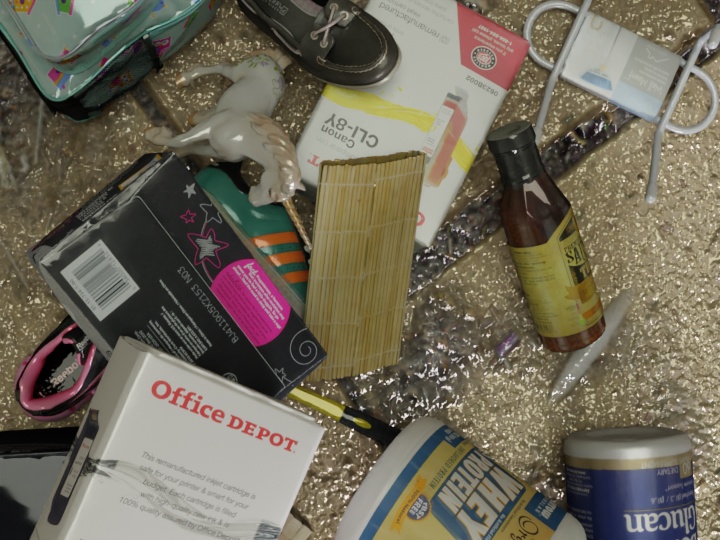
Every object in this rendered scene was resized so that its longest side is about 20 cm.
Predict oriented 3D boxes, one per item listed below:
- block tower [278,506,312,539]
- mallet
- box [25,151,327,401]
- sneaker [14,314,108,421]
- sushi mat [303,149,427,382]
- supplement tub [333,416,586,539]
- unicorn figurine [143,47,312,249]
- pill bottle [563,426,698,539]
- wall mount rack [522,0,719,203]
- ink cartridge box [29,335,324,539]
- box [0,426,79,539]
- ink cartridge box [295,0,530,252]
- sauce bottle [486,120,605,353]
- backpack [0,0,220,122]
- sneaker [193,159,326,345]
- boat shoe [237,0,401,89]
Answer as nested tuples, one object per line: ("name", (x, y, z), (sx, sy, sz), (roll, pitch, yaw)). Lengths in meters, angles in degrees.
("block tower", (-0.135, 0.176, 0.939), (0.200, 0.054, 0.058), (43, 84, -2))
("mallet", (-0.020, 0.114, 0.964), (0.198, 0.041, 0.067), (19, 84, -9))
("box", (-0.146, 0.027, 0.846), (0.132, 0.115, 0.201), (-41, 107, -14))
("sneaker", (-0.217, 0.049, 0.916), (0.079, 0.095, 0.200), (41, 84, -1))
("sushi mat", (0.000, 0.000, 0.896), (0.095, 0.012, 0.202), (-8, 120, -27))
("supplement tub", (0.092, 0.230, 0.880), (0.199, 0.145, 0.145), (34, 85, 15))
("unicorn figurine", (-0.101, -0.118, 0.893), (0.136, 0.074, 0.202), (-4, 60, 21))
("pill bottle", (0.237, 0.242, 0.943), (0.109, 0.111, 0.203), (-4, 88, -5))
("wall mount rack", (0.231, -0.162, 0.975), (0.198, 0.075, 0.176), (24, 88, -3))
("ink cartridge box", (-0.135, 0.165, 0.753), (0.144, 0.084, 0.202), (26, 85, -24))
("box", (-0.258, 0.234, 0.862), (0.103, 0.182, 0.203), (-3, 88, -5))
("ink cartridge box", (0.038, -0.135, 0.951), (0.144, 0.083, 0.202), (27, 86, -3))
("sauce bottle", (0.158, -0.028, 0.941), (0.065, 0.066, 0.202), (-24, 111, -6))
("backpack", (-0.214, -0.250, 0.902), (0.199, 0.153, 0.177), (-34, 86, -11))
("sneaker", (-0.070, -0.012, 0.943), (0.200, 0.071, 0.080), (50, 63, -14))
("boat shoe", (-0.048, -0.212, 0.907), (0.200, 0.057, 0.067), (39, 92, 36))
